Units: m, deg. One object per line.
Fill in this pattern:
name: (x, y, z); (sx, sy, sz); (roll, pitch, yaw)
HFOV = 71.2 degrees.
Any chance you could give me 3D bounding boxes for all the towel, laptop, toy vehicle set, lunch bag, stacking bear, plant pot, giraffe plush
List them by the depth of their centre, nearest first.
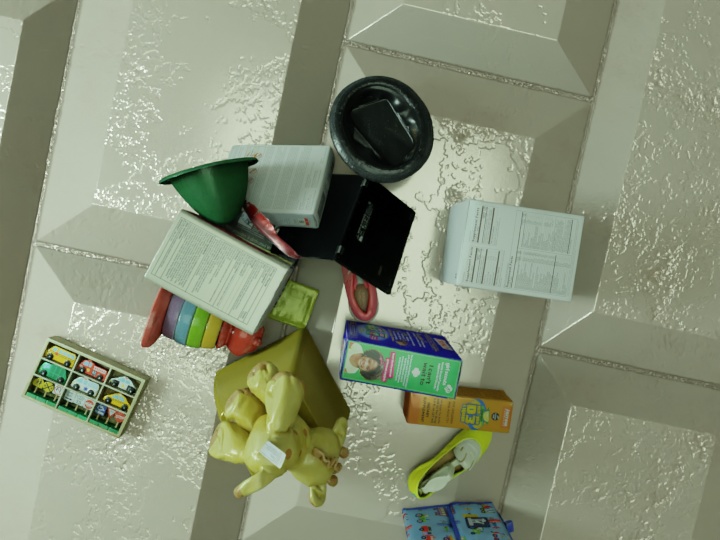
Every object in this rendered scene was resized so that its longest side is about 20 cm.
giraffe plush: (-0.098, 0.251, 0.742); (0.162, 0.200, 0.173); (37, 90, -36)
plant pot: (-0.144, 0.250, 0.893); (0.200, 0.176, 0.200); (-27, 98, 0)
laptop: (-0.026, -0.073, 0.928); (0.200, 0.116, 0.187); (33, 61, -26)
stacking bear: (-0.277, 0.100, 0.929); (0.200, 0.121, 0.114); (18, 100, -12)
lunch bag: (0.189, 0.502, 0.935); (0.200, 0.151, 0.094); (-12, 93, -1)
toy vehicle set: (-0.523, 0.222, 0.961); (0.200, 0.027, 0.124); (24, 92, -3)
towel: (-0.187, 0.043, 0.970); (0.200, 0.018, 0.086); (21, 92, -3)

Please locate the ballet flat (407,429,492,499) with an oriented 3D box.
ballet flat: (0.179, 0.373, 0.972); (0.200, 0.067, 0.067); (-36, 92, 0)

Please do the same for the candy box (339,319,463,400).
candy box: (0.065, 0.155, 0.907); (0.200, 0.169, 0.077); (9, 96, -2)

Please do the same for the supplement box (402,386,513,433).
supplement box: (0.186, 0.262, 0.968); (0.200, 0.069, 0.067); (5, 94, -4)

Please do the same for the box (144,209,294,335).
box: (-0.230, 0.002, 0.850); (0.200, 0.109, 0.128); (29, 89, -3)

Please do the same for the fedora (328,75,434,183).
fedora: (0.036, -0.247, 0.924); (0.200, 0.092, 0.201); (0, 82, -2)

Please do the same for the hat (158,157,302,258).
hat: (-0.224, -0.085, 0.838); (0.165, 0.200, 0.176); (-19, 101, -21)

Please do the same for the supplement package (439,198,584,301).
supplement package: (0.265, -0.036, 0.914); (0.200, 0.152, 0.151); (8, 92, -2)

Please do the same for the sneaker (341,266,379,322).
sneaker: (0.000, 0.000, 0.938); (0.074, 0.087, 0.200); (-12, 91, -2)

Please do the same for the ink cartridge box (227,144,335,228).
ink cartridge box: (-0.158, -0.156, 0.919); (0.200, 0.050, 0.162); (3, 59, 14)

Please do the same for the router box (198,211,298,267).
router box: (-0.215, -0.044, 0.938); (0.200, 0.052, 0.157); (27, 83, -3)
